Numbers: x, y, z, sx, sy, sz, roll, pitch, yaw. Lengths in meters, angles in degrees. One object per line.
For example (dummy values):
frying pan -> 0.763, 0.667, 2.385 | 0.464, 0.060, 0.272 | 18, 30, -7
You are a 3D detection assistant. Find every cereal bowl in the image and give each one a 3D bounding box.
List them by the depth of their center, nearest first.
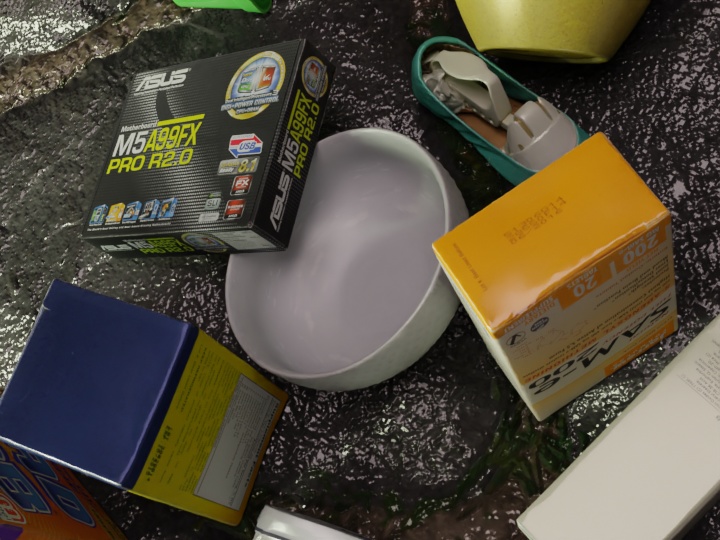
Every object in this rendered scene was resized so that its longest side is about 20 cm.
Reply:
cereal bowl -> 0.000, 0.000, 0.799 | 0.200, 0.083, 0.201 | -18, 55, 29

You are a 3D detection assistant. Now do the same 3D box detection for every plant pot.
plant pot -> 0.145, -0.234, 0.818 | 0.199, 0.200, 0.142 | 8, 97, 18

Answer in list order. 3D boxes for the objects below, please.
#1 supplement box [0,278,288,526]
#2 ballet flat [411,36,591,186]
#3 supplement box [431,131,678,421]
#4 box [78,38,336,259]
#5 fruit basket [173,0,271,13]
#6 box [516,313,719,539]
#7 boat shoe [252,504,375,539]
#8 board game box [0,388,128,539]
supplement box -> -0.145, 0.099, 0.753 | 0.109, 0.200, 0.109 | 16, 75, 20
ballet flat -> 0.112, -0.117, 0.833 | 0.200, 0.070, 0.067 | 39, 84, 23
supplement box -> 0.136, 0.014, 0.708 | 0.126, 0.200, 0.074 | -34, 62, 2
box -> -0.125, -0.092, 0.861 | 0.200, 0.044, 0.161 | -1, 66, 38
fruit basket -> -0.102, -0.343, 0.925 | 0.215, 0.155, 0.216 | -11, 66, 27
box -> 0.203, 0.130, 0.720 | 0.200, 0.068, 0.082 | -43, 65, -3
boat shoe -> 0.009, 0.221, 0.739 | 0.200, 0.072, 0.066 | 16, 80, 21
board game box -> -0.325, 0.197, 0.766 | 0.200, 0.200, 0.200 | 41, 85, 24
